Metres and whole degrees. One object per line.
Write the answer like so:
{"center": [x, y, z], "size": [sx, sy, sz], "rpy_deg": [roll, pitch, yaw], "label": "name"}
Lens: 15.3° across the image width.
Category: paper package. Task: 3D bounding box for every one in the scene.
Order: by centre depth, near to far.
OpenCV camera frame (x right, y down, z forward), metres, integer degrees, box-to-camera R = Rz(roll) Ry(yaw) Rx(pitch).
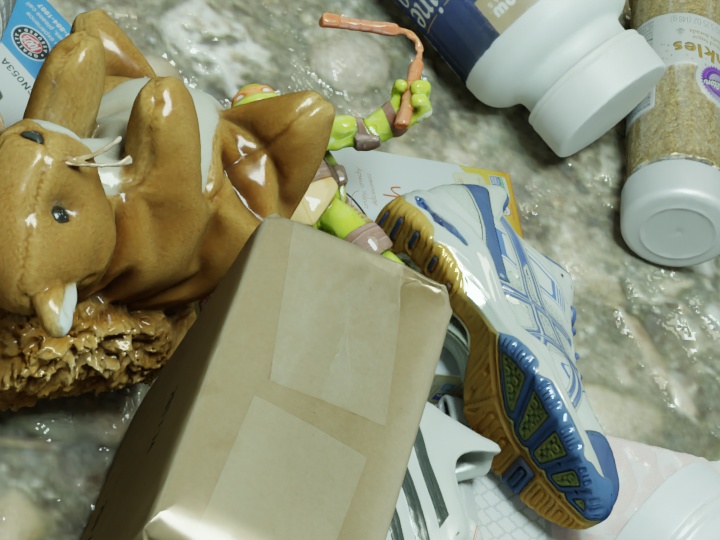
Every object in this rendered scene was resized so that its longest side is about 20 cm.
{"center": [-0.057, 0.111, 1.210], "size": [0.103, 0.191, 0.200], "rpy_deg": [27, 45, -9], "label": "paper package"}

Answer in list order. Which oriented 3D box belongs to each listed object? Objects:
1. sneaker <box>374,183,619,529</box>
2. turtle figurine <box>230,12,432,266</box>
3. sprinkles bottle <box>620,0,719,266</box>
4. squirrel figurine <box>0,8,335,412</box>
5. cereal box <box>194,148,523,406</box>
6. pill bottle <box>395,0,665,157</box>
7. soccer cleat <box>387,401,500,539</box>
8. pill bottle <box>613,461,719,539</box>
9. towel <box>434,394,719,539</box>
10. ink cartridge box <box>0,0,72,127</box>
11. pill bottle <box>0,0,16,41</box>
{"center": [0.090, 0.036, 1.389], "size": [0.088, 0.075, 0.200], "rpy_deg": [-20, 74, -38], "label": "sneaker"}
{"center": [-0.040, -0.031, 1.364], "size": [0.199, 0.064, 0.162], "rpy_deg": [-21, 71, -10], "label": "turtle figurine"}
{"center": [0.192, -0.098, 1.612], "size": [0.068, 0.068, 0.200], "rpy_deg": [21, 48, -17], "label": "sprinkles bottle"}
{"center": [-0.132, -0.007, 1.242], "size": [0.141, 0.200, 0.187], "rpy_deg": [28, 28, 12], "label": "squirrel figurine"}
{"center": [0.000, 0.000, 1.435], "size": [0.199, 0.040, 0.144], "rpy_deg": [8, 55, -28], "label": "cereal box"}
{"center": [0.084, -0.167, 1.565], "size": [0.111, 0.111, 0.200], "rpy_deg": [-30, 76, -43], "label": "pill bottle"}
{"center": [0.015, 0.147, 1.307], "size": [0.085, 0.069, 0.200], "rpy_deg": [21, 50, -5], "label": "soccer cleat"}
{"center": [0.216, 0.189, 1.310], "size": [0.200, 0.116, 0.116], "rpy_deg": [38, 43, 22], "label": "pill bottle"}
{"center": [0.124, 0.168, 1.394], "size": [0.191, 0.032, 0.200], "rpy_deg": [16, 51, -22], "label": "towel"}
{"center": [-0.247, -0.088, 1.315], "size": [0.145, 0.084, 0.200], "rpy_deg": [47, 46, 7], "label": "ink cartridge box"}
{"center": [-0.209, -0.162, 1.257], "size": [0.114, 0.114, 0.200], "rpy_deg": [26, 46, -14], "label": "pill bottle"}
